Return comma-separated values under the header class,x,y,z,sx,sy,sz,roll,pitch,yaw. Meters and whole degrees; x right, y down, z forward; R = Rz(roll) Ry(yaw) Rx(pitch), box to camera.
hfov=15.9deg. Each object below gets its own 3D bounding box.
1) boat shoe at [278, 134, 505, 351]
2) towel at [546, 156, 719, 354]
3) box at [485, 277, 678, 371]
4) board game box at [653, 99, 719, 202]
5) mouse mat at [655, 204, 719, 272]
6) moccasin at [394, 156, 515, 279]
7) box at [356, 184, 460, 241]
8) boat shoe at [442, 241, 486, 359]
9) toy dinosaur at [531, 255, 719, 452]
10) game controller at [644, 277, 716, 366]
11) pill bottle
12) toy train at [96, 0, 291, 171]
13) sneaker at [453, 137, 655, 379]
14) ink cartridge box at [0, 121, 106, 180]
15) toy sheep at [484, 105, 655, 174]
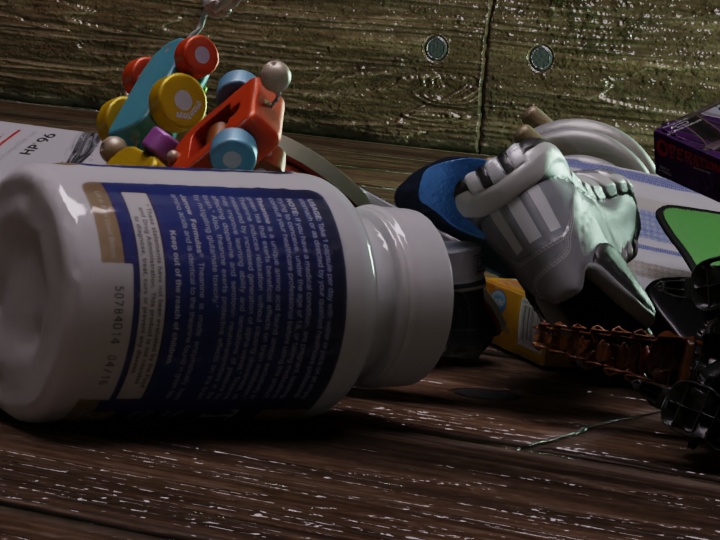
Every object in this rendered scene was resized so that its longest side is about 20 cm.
class,x,y,z,sx,sy,sz,roll,pitch,yaw
boat shoe,0.000,0.000,1.376,0.200,0.063,0.071,37,-15,-38
towel,0.166,-0.004,1.453,0.146,0.024,0.200,11,28,-6
box,0.179,0.033,1.495,0.198,0.042,0.119,1,7,-17
board game box,0.250,-0.072,1.214,0.199,0.032,0.120,-25,38,-30
mouse mat,0.253,0.020,1.354,0.160,0.008,0.200,8,27,-16
moccasin,0.110,-0.027,1.617,0.199,0.081,0.068,29,-18,-28
box,-0.034,-0.034,1.586,0.158,0.049,0.200,27,-4,-13
boat shoe,-0.036,0.021,1.278,0.198,0.069,0.074,-1,6,4
toy dinosaur,0.180,0.053,1.183,0.199,0.103,0.136,-12,-14,14
game controller,0.245,0.039,1.353,0.199,0.042,0.105,3,41,-27
pill bottle,-0.063,0.011,1.137,0.199,0.112,0.111,1,7,-32
toy train,-0.077,-0.073,1.313,0.056,0.150,0.200,40,22,-23
sneaker,0.115,0.007,1.310,0.075,0.116,0.200,-34,-18,16
ink cartridge box,-0.178,-0.025,1.420,0.199,0.068,0.116,7,31,25
toy sheep,0.144,-0.042,1.758,0.137,0.139,0.200,6,16,9
